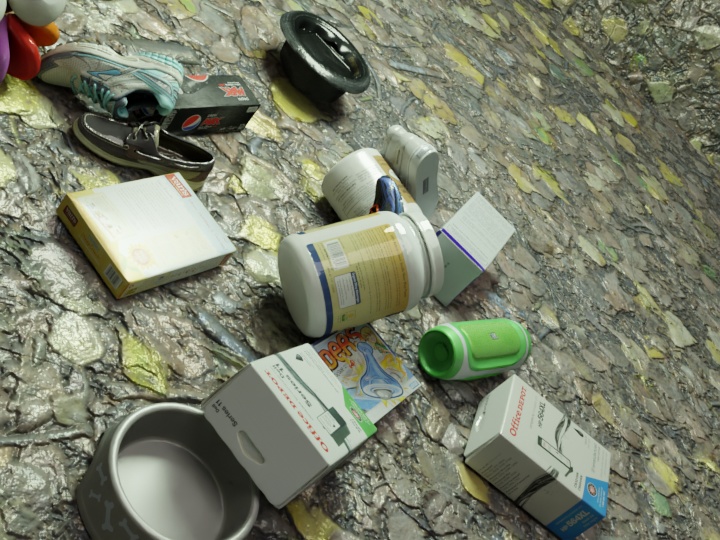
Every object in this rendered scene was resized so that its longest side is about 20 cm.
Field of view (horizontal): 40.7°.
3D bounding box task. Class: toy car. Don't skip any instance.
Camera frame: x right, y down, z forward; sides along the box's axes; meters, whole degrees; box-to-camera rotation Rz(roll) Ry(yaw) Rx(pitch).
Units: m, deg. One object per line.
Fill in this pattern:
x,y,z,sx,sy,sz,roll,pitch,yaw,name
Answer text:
-0.478,-0.311,1.246,0.200,0.174,0.151,-25,111,-47,toy car

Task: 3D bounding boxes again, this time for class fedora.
-0.081,-0.374,1.758,0.200,0.092,0.201,27,37,-23,fedora

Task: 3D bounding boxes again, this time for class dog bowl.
-0.194,0.228,1.021,0.200,0.059,0.201,27,37,-22,dog bowl

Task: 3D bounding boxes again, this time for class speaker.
0.179,0.120,1.500,0.199,0.088,0.089,-1,54,-47,speaker

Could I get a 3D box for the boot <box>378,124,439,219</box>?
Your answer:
0.077,-0.154,1.621,0.073,0.200,0.096,-31,59,-27,boot

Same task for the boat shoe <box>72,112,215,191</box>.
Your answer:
-0.295,-0.176,1.347,0.199,0.065,0.072,24,40,-25,boat shoe

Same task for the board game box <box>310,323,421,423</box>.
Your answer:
-0.015,0.149,1.311,0.135,0.034,0.200,49,34,8,board game box

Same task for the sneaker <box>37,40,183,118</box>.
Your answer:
-0.348,-0.259,1.339,0.199,0.078,0.087,3,70,-6,sneaker

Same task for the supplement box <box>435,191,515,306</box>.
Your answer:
0.173,-0.040,1.651,0.103,0.101,0.200,44,34,0,supplement box

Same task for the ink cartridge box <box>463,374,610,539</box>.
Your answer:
0.262,0.272,1.420,0.200,0.084,0.146,39,34,-8,ink cartridge box

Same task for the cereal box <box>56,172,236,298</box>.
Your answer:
-0.272,-0.051,1.257,0.144,0.040,0.200,52,34,13,cereal box

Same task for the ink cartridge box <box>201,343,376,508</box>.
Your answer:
-0.077,0.173,1.123,0.147,0.083,0.200,51,14,8,ink cartridge box

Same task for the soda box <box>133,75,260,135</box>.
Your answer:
-0.250,-0.253,1.479,0.200,0.063,0.071,-16,65,-53,soda box

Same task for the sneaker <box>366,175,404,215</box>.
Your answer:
0.015,-0.044,1.439,0.078,0.201,0.075,10,2,-13,sneaker

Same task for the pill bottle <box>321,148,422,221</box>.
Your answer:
0.034,-0.086,1.545,0.114,0.114,0.200,-12,62,-51,pill bottle

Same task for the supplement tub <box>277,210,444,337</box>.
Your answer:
0.000,0.000,1.329,0.199,0.145,0.145,-15,60,-18,supplement tub
